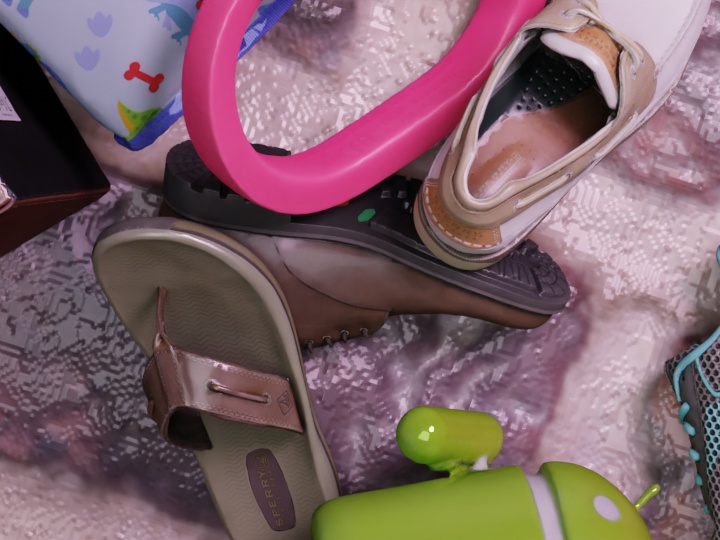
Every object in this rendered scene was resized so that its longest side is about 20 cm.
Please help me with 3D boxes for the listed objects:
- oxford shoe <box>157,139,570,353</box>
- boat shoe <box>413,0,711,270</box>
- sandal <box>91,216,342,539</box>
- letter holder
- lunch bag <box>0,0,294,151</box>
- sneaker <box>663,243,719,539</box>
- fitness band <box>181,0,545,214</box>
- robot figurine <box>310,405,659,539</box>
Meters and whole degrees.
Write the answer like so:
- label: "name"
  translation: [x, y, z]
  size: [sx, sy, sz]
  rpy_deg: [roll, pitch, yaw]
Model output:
- label: "oxford shoe"
  translation: [0.000, 0.000, 1.139]
  size: [0.199, 0.073, 0.085]
  rpy_deg: [14, 117, 3]
- label: "boat shoe"
  translation: [0.101, -0.087, 1.088]
  size: [0.075, 0.068, 0.200]
  rpy_deg: [35, 73, 3]
- label: "sandal"
  translation: [-0.062, 0.062, 1.114]
  size: [0.079, 0.057, 0.202]
  rpy_deg: [-15, 114, 23]
- label: "letter holder"
  translation: [-0.215, -0.040, 1.082]
  size: [0.142, 0.200, 0.101]
  rpy_deg: [-32, 90, 7]
- label: "lunch bag"
  translation: [-0.095, -0.185, 1.080]
  size: [0.200, 0.127, 0.170]
  rpy_deg: [-44, 118, -2]
- label: "sneaker"
  translation: [0.181, 0.072, 1.125]
  size: [0.091, 0.078, 0.201]
  rpy_deg: [20, 92, 20]
- label: "fitness band"
  translation: [0.005, -0.110, 1.077]
  size: [0.199, 0.144, 0.037]
  rpy_deg: [-34, 47, -25]
- label: "robot figurine"
  translation: [0.049, 0.153, 1.105]
  size: [0.198, 0.116, 0.177]
  rpy_deg: [-9, 76, -3]
